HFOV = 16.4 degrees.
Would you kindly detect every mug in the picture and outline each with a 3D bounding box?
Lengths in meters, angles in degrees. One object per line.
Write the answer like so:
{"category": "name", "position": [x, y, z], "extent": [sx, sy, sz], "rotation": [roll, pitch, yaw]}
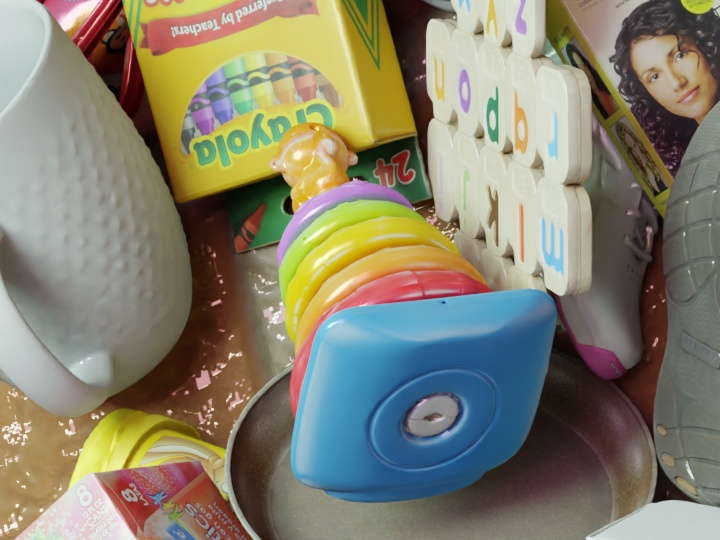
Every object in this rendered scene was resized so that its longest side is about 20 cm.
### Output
{"category": "mug", "position": [-0.164, -0.009, 1.232], "extent": [0.147, 0.176, 0.201], "rotation": [-29, 33, 11]}

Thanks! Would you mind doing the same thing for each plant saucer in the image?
{"category": "plant saucer", "position": [0.037, 0.097, 1.156], "extent": [0.198, 0.032, 0.201], "rotation": [0, 36, 0]}

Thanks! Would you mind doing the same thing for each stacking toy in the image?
{"category": "stacking toy", "position": [0.000, 0.000, 1.151], "extent": [0.201, 0.115, 0.110], "rotation": [-116, 28, -43]}

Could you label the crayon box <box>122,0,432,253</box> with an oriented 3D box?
{"category": "crayon box", "position": [-0.049, -0.116, 1.260], "extent": [0.126, 0.051, 0.202], "rotation": [-16, 90, 31]}

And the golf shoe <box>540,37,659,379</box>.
{"category": "golf shoe", "position": [0.120, -0.051, 1.191], "extent": [0.091, 0.075, 0.202], "rotation": [-14, 72, 18]}

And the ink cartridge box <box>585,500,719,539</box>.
{"category": "ink cartridge box", "position": [0.165, 0.212, 1.059], "extent": [0.145, 0.084, 0.202], "rotation": [9, 100, 28]}

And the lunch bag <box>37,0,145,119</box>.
{"category": "lunch bag", "position": [-0.191, -0.129, 1.361], "extent": [0.176, 0.082, 0.200], "rotation": [41, 97, 24]}

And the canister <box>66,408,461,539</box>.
{"category": "canister", "position": [-0.050, 0.164, 1.209], "extent": [0.199, 0.086, 0.150], "rotation": [16, 84, 27]}

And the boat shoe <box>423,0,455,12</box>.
{"category": "boat shoe", "position": [-0.016, -0.191, 1.296], "extent": [0.199, 0.066, 0.072], "rotation": [32, 92, 29]}

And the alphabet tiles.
{"category": "alphabet tiles", "position": [0.066, -0.057, 1.157], "extent": [0.014, 0.200, 0.197], "rotation": [-5, 104, -16]}

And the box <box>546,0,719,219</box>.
{"category": "box", "position": [0.123, -0.124, 1.150], "extent": [0.075, 0.050, 0.201], "rotation": [-33, 88, -11]}

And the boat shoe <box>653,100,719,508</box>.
{"category": "boat shoe", "position": [0.179, 0.007, 1.110], "extent": [0.076, 0.071, 0.201], "rotation": [40, 131, 48]}

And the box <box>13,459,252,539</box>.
{"category": "box", "position": [-0.139, 0.184, 1.142], "extent": [0.200, 0.102, 0.095], "rotation": [-42, 72, 20]}
